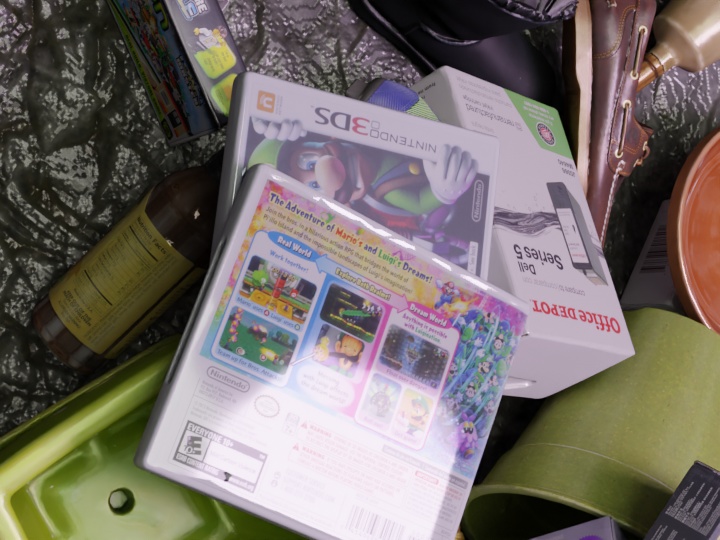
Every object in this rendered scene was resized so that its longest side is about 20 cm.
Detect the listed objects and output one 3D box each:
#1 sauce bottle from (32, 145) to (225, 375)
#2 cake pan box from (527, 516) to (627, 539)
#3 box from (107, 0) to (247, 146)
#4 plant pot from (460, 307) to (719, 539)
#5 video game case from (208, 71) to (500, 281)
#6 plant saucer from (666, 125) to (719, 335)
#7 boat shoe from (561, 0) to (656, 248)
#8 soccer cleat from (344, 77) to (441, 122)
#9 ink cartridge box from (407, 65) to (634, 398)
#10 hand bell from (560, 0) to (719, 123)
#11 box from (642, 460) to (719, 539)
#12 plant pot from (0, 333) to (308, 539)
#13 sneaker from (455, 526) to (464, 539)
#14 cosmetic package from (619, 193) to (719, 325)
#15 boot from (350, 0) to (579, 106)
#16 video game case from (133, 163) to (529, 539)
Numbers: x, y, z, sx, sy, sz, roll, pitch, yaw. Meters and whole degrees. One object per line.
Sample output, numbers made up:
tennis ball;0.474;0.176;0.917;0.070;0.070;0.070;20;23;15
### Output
sauce bottle;-0.123;-0.018;0.961;0.200;0.065;0.065;-42;107;9
cake pan box;0.125;0.261;1.023;0.184;0.200;0.052;52;26;-36
box;-0.135;-0.185;0.979;0.035;0.110;0.200;-26;99;-23
plant pot;0.199;0.135;1.093;0.200;0.200;0.190;39;63;-18
video game case;-0.003;-0.002;0.893;0.181;0.023;0.201;11;79;-27
plant saucer;0.316;-0.021;1.145;0.200;0.032;0.201;2;85;-24
boat shoe;0.184;-0.106;1.108;0.070;0.070;0.201;1;106;-6
soccer cleat;-0.016;-0.030;0.969;0.084;0.065;0.200;33;93;2
ink cartridge box;0.095;-0.023;1.029;0.145;0.084;0.200;11;57;-50
hand bell;0.223;-0.155;1.167;0.200;0.104;0.104;-40;105;-8
box;0.214;0.244;0.954;0.161;0.049;0.200;39;82;-40
plant pot;-0.127;0.154;0.934;0.199;0.181;0.200;-32;102;-21
sneaker;0.020;0.173;1.070;0.087;0.076;0.200;-20;92;-10
cosmetic package;0.317;0.032;1.199;0.200;0.071;0.102;30;76;-21
boot;0.095;-0.179;1.055;0.198;0.162;0.073;33;73;-21
video game case;-0.009;0.063;0.857;0.200;0.024;0.182;27;73;-24
